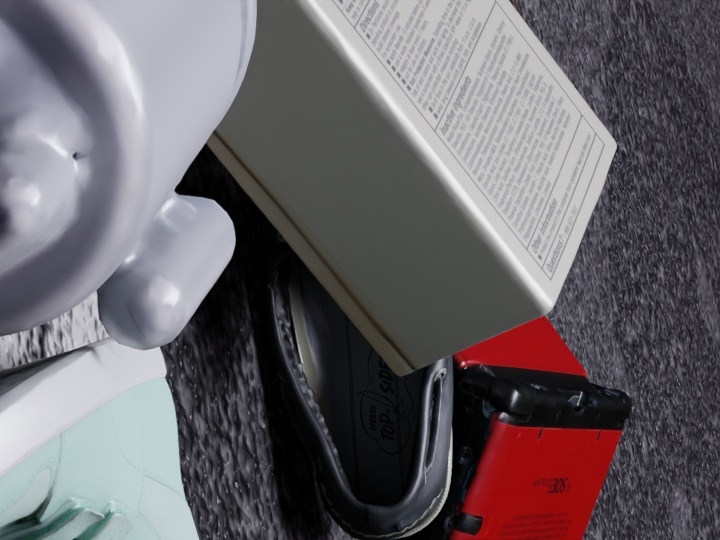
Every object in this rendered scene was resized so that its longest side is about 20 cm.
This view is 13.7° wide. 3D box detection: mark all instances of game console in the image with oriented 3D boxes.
[{"bbox_3d":[0.031,0.062,1.252,0.173,0.118,0.200,-69,161,4],"label":"game console"}]

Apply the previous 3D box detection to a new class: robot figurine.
[{"bbox_3d":[-0.093,-0.057,0.775,0.170,0.113,0.200,56,24,-13],"label":"robot figurine"}]

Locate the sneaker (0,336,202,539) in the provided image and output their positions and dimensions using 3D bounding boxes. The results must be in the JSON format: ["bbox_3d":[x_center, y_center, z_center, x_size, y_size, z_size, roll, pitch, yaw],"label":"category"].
[{"bbox_3d":[-0.079,0.084,0.789,0.200,0.074,0.119,-20,93,-75],"label":"sneaker"}]

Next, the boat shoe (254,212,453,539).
[{"bbox_3d":[-0.002,0.000,1.091,0.066,0.074,0.200,3,86,-84],"label":"boat shoe"}]

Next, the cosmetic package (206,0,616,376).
[{"bbox_3d":[-0.006,-0.075,1.011,0.200,0.073,0.104,51,37,-19],"label":"cosmetic package"}]
